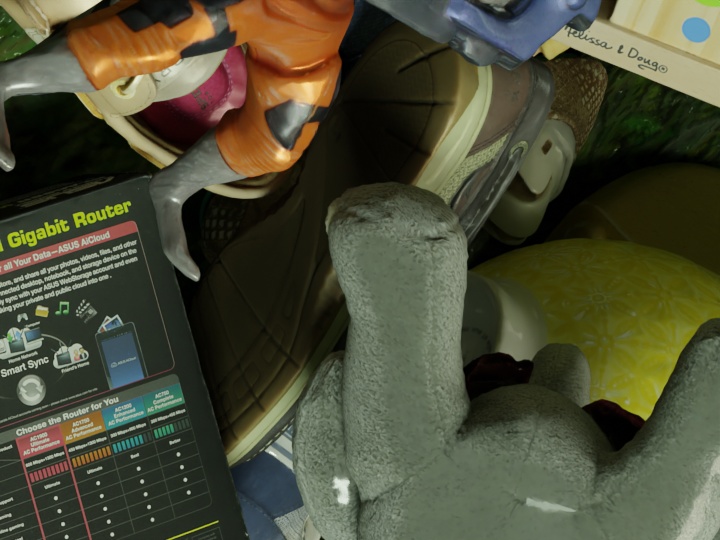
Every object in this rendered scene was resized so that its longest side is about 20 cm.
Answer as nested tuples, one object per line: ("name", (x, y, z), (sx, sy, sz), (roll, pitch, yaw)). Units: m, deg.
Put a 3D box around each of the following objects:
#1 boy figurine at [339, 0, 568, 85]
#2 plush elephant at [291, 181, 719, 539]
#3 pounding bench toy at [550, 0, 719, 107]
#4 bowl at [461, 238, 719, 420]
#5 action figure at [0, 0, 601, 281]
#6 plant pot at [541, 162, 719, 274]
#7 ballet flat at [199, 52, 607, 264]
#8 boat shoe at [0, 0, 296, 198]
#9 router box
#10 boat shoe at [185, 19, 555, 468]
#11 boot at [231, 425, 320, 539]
("boy figurine", (0.052, -0.129, 1.050), (0.200, 0.064, 0.124), (-38, 131, -11))
("plush elephant", (0.057, 0.082, 0.988), (0.155, 0.165, 0.200), (-5, 106, -85))
("pounding bench toy", (0.080, -0.169, 0.912), (0.124, 0.200, 0.156), (-61, 171, -50))
("bowl", (0.055, 0.061, 1.123), (0.200, 0.200, 0.108), (-47, 125, 8))
("action figure", (-0.036, -0.106, 0.840), (0.193, 0.105, 0.200), (-47, 134, 6))
("plant pot", (0.144, 0.068, 1.289), (0.196, 0.194, 0.200), (-49, 143, 12))
("ballet flat", (0.031, -0.029, 1.151), (0.200, 0.065, 0.071), (-23, 142, -29))
("boat shoe", (-0.068, -0.084, 0.965), (0.074, 0.069, 0.200), (-43, 150, 1))
("router box", (-0.147, 0.065, 0.976), (0.200, 0.062, 0.150), (-18, 99, -26))
("boat shoe", (0.000, 0.000, 1.018), (0.065, 0.073, 0.200), (10, 132, -35))
("boot", (-0.063, 0.110, 1.156), (0.090, 0.073, 0.200), (-56, 174, -18))
